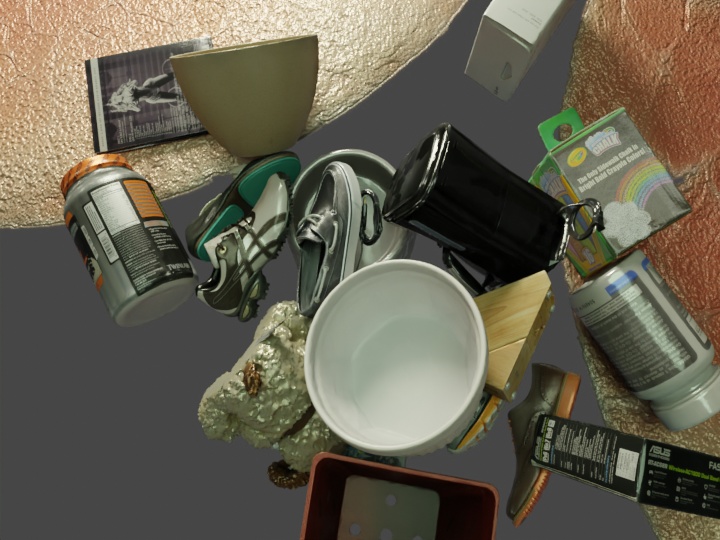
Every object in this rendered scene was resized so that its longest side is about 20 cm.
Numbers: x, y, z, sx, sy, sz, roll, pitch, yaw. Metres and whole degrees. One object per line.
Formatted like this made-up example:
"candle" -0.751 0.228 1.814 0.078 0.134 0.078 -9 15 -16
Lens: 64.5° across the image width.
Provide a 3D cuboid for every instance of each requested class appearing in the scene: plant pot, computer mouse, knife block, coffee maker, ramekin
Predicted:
"plant pot" 0.031 0.320 0.645 0.193 0.177 0.206 9 78 2
"computer mouse" 0.000 0.000 0.729 0.057 0.034 0.207 9 89 31
"plant pot" -0.143 -0.233 0.773 0.194 0.201 0.138 -9 113 -1
"knife block" 0.125 0.076 0.706 0.172 0.064 0.204 23 77 31
"coffee maker" 0.149 -0.083 0.694 0.196 0.192 0.137 27 44 -20
"ramekin" 0.046 0.103 0.622 0.194 0.105 0.206 -9 61 17

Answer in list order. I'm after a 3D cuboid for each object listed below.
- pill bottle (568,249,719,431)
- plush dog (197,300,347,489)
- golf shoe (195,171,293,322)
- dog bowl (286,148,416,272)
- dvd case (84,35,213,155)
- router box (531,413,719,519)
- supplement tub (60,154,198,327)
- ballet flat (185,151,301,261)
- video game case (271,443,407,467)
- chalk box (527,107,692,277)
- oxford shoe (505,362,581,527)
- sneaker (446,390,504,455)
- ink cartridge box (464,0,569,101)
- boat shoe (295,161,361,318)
"pill bottle" 0.366 0.088 0.722 0.112 0.114 0.203 -32 79 -6
"plush dog" -0.079 0.160 0.686 0.171 0.160 0.202 41 80 -15
"golf shoe" -0.150 -0.038 0.738 0.092 0.077 0.206 19 93 -25
"dog bowl" -0.015 -0.073 0.788 0.193 0.059 0.207 0 78 0
"dvd case" -0.307 -0.261 0.852 0.193 0.016 0.154 -12 79 -3
"router box" 0.316 0.220 0.640 0.195 0.149 0.064 19 78 -23
"supplement tub" -0.307 -0.041 0.752 0.120 0.123 0.203 -30 79 -6
"ballet flat" -0.171 -0.103 0.792 0.200 0.068 0.068 -44 52 -6
"video game case" -0.013 0.150 0.760 0.176 0.022 0.206 10 78 3
"chalk box" 0.309 -0.117 0.763 0.122 0.124 0.204 -28 78 -4
"oxford shoe" 0.217 0.218 0.729 0.071 0.072 0.204 18 74 25
"sneaker" 0.158 0.142 0.740 0.076 0.079 0.203 27 76 21
"ink cartridge box" 0.241 -0.366 0.803 0.083 0.145 0.203 33 80 7
"boat shoe" -0.048 -0.041 0.706 0.067 0.071 0.207 14 78 -41
